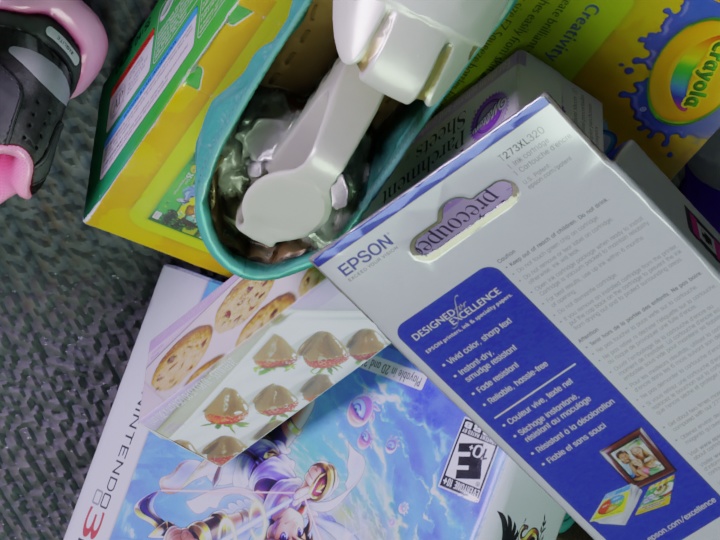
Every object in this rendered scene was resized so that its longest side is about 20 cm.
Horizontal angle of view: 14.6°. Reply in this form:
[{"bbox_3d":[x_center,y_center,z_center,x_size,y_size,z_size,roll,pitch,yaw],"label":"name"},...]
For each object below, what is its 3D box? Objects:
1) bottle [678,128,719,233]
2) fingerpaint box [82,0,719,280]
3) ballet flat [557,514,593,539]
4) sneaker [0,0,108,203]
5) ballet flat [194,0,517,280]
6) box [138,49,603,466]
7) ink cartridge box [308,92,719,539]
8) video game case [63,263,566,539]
[{"bbox_3d":[0.152,0.012,1.036,0.083,0.066,0.201,-7,138,9],"label":"bottle"},{"bbox_3d":[0.024,-0.071,0.941,0.166,0.074,0.200,21,136,-19],"label":"fingerpaint box"},{"bbox_3d":[0.078,0.087,1.128,0.071,0.072,0.200,-25,132,28],"label":"ballet flat"},{"bbox_3d":[-0.177,-0.031,0.979,0.199,0.096,0.079,-26,134,30],"label":"sneaker"},{"bbox_3d":[0.005,-0.063,0.841,0.067,0.071,0.200,19,136,-17],"label":"ballet flat"},{"bbox_3d":[0.000,0.000,0.936,0.039,0.042,0.200,30,133,-28],"label":"box"},{"bbox_3d":[0.083,0.027,0.888,0.094,0.037,0.200,-34,120,22],"label":"ink cartridge box"},{"bbox_3d":[-0.028,0.109,1.002,0.045,0.182,0.199,21,178,-44],"label":"video game case"}]
